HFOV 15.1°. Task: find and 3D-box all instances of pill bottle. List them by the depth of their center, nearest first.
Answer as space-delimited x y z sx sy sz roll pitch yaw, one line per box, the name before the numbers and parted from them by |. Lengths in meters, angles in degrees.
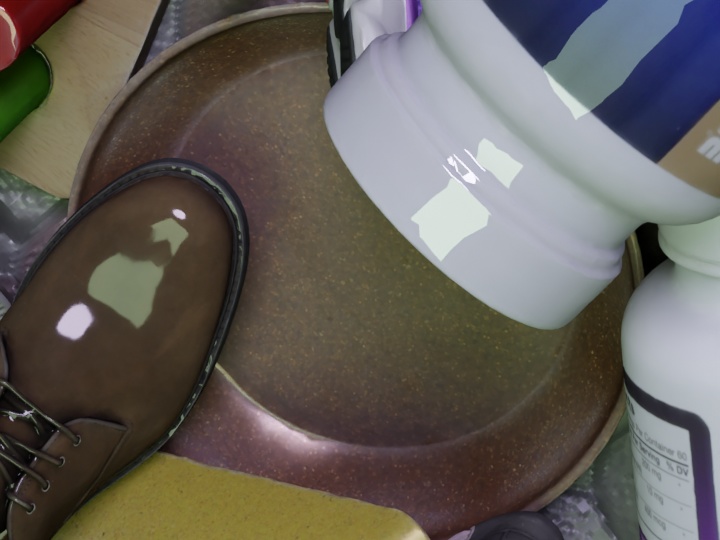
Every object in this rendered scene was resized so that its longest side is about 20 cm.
pill bottle | 0.087 -0.085 0.731 0.116 0.116 0.200 41 110 -5
pill bottle | 0.141 0.052 0.860 0.111 0.111 0.201 -1 114 16

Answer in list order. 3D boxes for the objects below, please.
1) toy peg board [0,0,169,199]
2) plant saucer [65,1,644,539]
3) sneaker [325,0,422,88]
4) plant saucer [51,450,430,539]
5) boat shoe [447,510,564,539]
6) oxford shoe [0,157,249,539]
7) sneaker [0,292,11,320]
toy peg board | -0.155 -0.134 0.867 0.200 0.098 0.199 27 118 2
plant saucer | 0.000 0.000 0.919 0.200 0.037 0.201 6 114 13
sneaker | 0.027 -0.121 0.832 0.083 0.081 0.201 -6 98 -8
plant saucer | -0.041 0.165 0.946 0.200 0.048 0.200 9 122 44
boat shoe | 0.023 0.151 0.964 0.067 0.057 0.200 32 141 -3
oxford shoe | -0.104 0.052 0.895 0.073 0.084 0.200 35 102 -1
sneaker | -0.179 0.001 0.916 0.084 0.200 0.075 38 77 23
